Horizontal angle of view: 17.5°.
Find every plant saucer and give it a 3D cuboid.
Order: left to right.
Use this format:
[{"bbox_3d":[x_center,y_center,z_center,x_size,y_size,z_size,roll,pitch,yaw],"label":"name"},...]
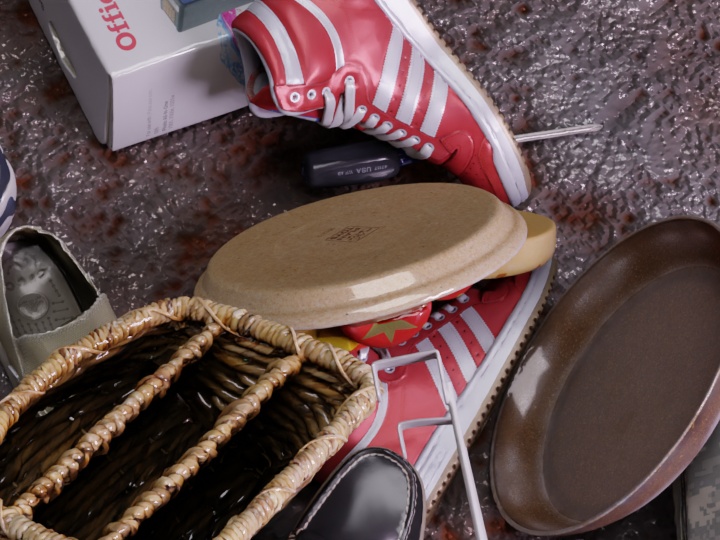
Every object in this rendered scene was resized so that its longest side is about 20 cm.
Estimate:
[{"bbox_3d":[0.147,0.063,1.294,0.032,0.200,0.200,34,54,-23],"label":"plant saucer"}]

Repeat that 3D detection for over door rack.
[{"bbox_3d":[0.076,0.138,1.161,0.066,0.148,0.200,-23,71,-2],"label":"over door rack"}]

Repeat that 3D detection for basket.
[{"bbox_3d":[-0.111,0.093,1.184,0.143,0.149,0.200,45,49,3],"label":"basket"}]

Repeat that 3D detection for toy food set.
[{"bbox_3d":[0.000,0.000,1.322,0.198,0.049,0.200,-4,21,27],"label":"toy food set"}]

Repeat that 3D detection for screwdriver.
[{"bbox_3d":[0.058,-0.080,1.457,0.200,0.028,0.029,-14,89,-17],"label":"screwdriver"}]

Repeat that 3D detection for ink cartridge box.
[{"bbox_3d":[-0.095,-0.179,1.467,0.200,0.088,0.145,-21,62,-16],"label":"ink cartridge box"}]

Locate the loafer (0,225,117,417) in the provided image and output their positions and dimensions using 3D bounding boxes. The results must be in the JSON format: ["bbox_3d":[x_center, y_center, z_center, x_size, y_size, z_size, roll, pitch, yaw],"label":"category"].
[{"bbox_3d":[-0.161,0.055,1.319,0.076,0.068,0.200,-29,65,-22],"label":"loafer"}]

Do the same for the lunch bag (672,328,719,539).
[{"bbox_3d":[0.251,0.126,1.280,0.167,0.139,0.200,2,58,-1],"label":"lunch bag"}]

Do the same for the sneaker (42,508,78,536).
[{"bbox_3d":[-0.203,0.211,1.224,0.096,0.079,0.200,42,68,3],"label":"sneaker"}]

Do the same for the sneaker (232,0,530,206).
[{"bbox_3d":[0.007,-0.095,1.389,0.112,0.071,0.200,-41,100,-12],"label":"sneaker"}]

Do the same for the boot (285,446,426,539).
[{"bbox_3d":[-0.025,0.166,1.195,0.073,0.151,0.200,29,73,11],"label":"boot"}]

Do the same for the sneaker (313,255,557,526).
[{"bbox_3d":[0.029,0.048,1.344,0.112,0.071,0.200,28,61,8],"label":"sneaker"}]

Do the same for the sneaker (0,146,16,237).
[{"bbox_3d":[-0.267,-0.020,1.320,0.079,0.130,0.199,35,61,16],"label":"sneaker"}]
